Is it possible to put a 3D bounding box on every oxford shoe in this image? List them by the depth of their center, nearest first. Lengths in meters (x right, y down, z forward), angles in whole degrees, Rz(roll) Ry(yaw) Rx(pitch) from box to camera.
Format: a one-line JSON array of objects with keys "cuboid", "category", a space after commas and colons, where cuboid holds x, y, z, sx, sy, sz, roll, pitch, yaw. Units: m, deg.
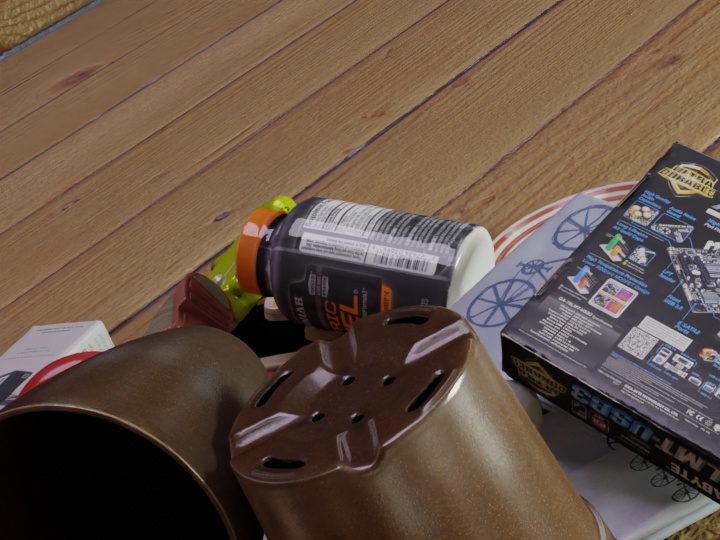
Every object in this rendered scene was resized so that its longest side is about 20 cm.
[{"cuboid": [-0.151, 0.081, 1.299, 0.074, 0.071, 0.200, -44, 14, 23], "category": "oxford shoe"}]

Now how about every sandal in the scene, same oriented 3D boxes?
[{"cuboid": [-0.056, 0.039, 1.427, 0.199, 0.048, 0.075, 1, 32, 46], "category": "sandal"}]

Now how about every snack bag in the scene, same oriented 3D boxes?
[{"cuboid": [0.189, 0.113, 1.058, 0.187, 0.022, 0.200, -27, 22, -8], "category": "snack bag"}, {"cuboid": [0.160, 0.024, 1.086, 0.188, 0.022, 0.199, -40, 34, -22], "category": "snack bag"}]

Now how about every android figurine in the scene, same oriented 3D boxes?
[{"cuboid": [-0.118, 0.009, 1.466, 0.183, 0.041, 0.200, -53, 10, -17], "category": "android figurine"}]

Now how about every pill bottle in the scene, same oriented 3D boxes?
[{"cuboid": [0.000, 0.000, 1.280, 0.198, 0.107, 0.106, 11, 35, 23], "category": "pill bottle"}]

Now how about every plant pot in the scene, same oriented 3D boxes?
[{"cuboid": [0.035, 0.141, 0.886, 0.199, 0.199, 0.201, -25, 23, 11], "category": "plant pot"}, {"cuboid": [-0.127, 0.117, 0.964, 0.185, 0.188, 0.200, -14, 19, 21], "category": "plant pot"}]

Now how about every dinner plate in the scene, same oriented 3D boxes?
[{"cuboid": [0.195, -0.021, 1.348, 0.198, 0.024, 0.201, -18, 23, 8], "category": "dinner plate"}]

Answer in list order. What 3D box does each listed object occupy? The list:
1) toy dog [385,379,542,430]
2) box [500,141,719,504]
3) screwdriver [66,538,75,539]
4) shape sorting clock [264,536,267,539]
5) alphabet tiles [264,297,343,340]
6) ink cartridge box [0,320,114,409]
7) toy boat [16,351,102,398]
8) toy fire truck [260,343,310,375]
[{"cuboid": [0.020, 0.124, 1.036, 0.131, 0.097, 0.199, 10, -16, -30], "category": "toy dog"}, {"cuboid": [0.221, 0.031, 0.971, 0.199, 0.050, 0.198, 29, 59, 29], "category": "box"}, {"cuboid": [-0.135, 0.195, 1.006, 0.028, 0.199, 0.029, -63, 12, 11], "category": "screwdriver"}, {"cuboid": [-0.045, 0.166, 1.142, 0.198, 0.039, 0.201, -15, 34, 11], "category": "shape sorting clock"}, {"cuboid": [0.017, 0.012, 1.394, 0.198, 0.015, 0.196, -4, 22, 6], "category": "alphabet tiles"}, {"cuboid": [-0.254, 0.154, 1.233, 0.083, 0.146, 0.200, -6, 27, 34], "category": "ink cartridge box"}, {"cuboid": [-0.190, 0.146, 1.108, 0.129, 0.131, 0.202, 13, 59, -10], "category": "toy boat"}, {"cuboid": [-0.061, 0.095, 1.306, 0.198, 0.049, 0.141, -17, 21, 12], "category": "toy fire truck"}]
